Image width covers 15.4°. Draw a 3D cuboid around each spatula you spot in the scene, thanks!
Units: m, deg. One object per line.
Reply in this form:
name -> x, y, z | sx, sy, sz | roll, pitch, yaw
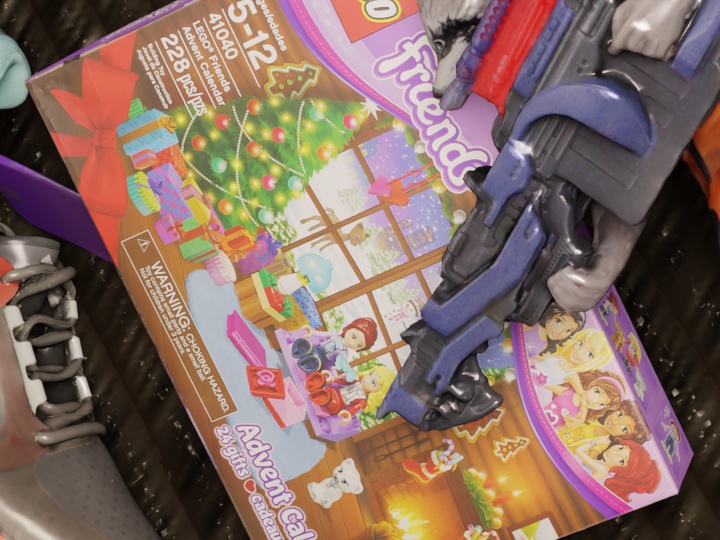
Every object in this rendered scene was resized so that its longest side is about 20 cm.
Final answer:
spatula -> -0.142, -0.060, 0.923 | 0.021, 0.057, 0.200 | -42, 65, -10

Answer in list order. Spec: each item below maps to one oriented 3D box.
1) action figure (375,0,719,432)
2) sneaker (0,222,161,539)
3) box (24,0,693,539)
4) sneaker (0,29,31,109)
action figure -> 0.089, -0.027, 0.767 | 0.193, 0.105, 0.200 | 37, 121, -1
sneaker -> -0.123, 0.030, 0.895 | 0.082, 0.077, 0.200 | -47, 74, 8
box -> 0.000, 0.000, 0.832 | 0.137, 0.039, 0.200 | -24, 98, 20
sneaker -> -0.170, 0.000, 0.847 | 0.086, 0.078, 0.200 | 21, 89, 15
